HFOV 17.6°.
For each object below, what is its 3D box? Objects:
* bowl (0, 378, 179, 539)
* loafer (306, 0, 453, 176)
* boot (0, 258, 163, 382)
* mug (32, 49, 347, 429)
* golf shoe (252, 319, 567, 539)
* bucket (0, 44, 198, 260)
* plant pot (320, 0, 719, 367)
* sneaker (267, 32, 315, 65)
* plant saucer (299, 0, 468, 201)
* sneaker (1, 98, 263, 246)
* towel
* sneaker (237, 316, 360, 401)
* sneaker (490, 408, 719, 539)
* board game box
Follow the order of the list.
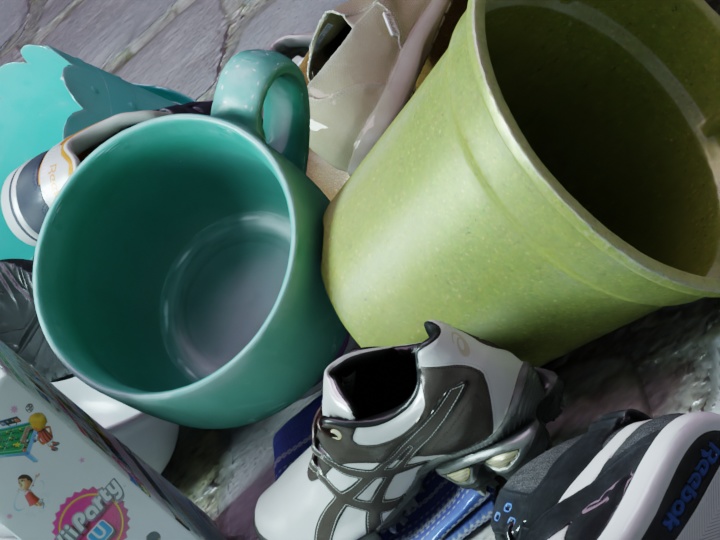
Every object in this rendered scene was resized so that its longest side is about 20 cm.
[{"bbox_3d":[-0.196,0.112,1.408,0.201,0.090,0.201,-6,18,2],"label":"bowl"},{"bbox_3d":[0.008,-0.136,1.371,0.200,0.068,0.076,-71,5,-47],"label":"loafer"},{"bbox_3d":[-0.123,0.017,1.410,0.200,0.076,0.168,-4,7,45],"label":"boot"},{"bbox_3d":[-0.067,-0.004,1.220,0.185,0.114,0.152,-40,63,8],"label":"mug"},{"bbox_3d":[0.003,0.077,1.128,0.200,0.094,0.078,-31,30,37],"label":"golf shoe"},{"bbox_3d":[-0.183,-0.040,1.552,0.207,0.135,0.207,-32,50,48],"label":"bucket"},{"bbox_3d":[0.081,-0.034,1.135,0.184,0.200,0.200,-40,21,41],"label":"plant pot"},{"bbox_3d":[-0.013,-0.124,1.564,0.073,0.071,0.200,-51,23,-13],"label":"sneaker"},{"bbox_3d":[0.025,-0.118,1.455,0.200,0.035,0.200,-19,44,20],"label":"plant saucer"},{"bbox_3d":[-0.117,-0.062,1.418,0.200,0.078,0.079,-22,1,-41],"label":"sneaker"},{"bbox_3d":[0.007,0.102,1.216,0.145,0.024,0.200,-39,24,17],"label":"towel"},{"bbox_3d":[0.000,0.000,1.331,0.200,0.075,0.100,-40,-1,-13],"label":"sneaker"},{"bbox_3d":[0.079,0.143,0.978,0.200,0.073,0.112,-47,18,-24],"label":"sneaker"},{"bbox_3d":[-0.149,0.118,1.225,0.064,0.200,0.148,-47,23,-4],"label":"board game box"}]
